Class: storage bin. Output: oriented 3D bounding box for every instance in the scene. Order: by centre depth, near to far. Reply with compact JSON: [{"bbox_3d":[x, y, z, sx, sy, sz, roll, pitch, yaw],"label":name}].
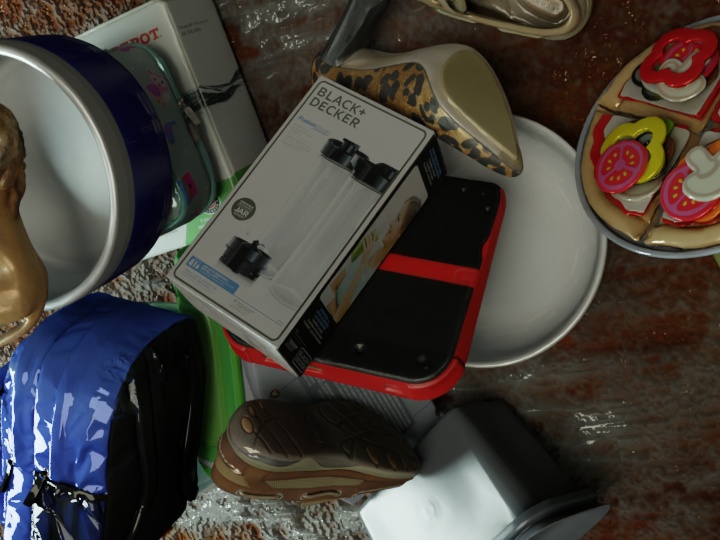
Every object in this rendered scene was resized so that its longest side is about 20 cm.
[{"bbox_3d":[0.101,0.214,0.924,0.200,0.145,0.135,-51,58,29],"label":"storage bin"}]

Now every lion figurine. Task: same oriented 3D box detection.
[{"bbox_3d":[-0.267,-0.023,0.753,0.121,0.073,0.202,-10,117,19],"label":"lion figurine"}]

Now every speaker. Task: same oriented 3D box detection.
[{"bbox_3d":[-0.112,0.078,0.907,0.087,0.088,0.202,4,111,21],"label":"speaker"}]

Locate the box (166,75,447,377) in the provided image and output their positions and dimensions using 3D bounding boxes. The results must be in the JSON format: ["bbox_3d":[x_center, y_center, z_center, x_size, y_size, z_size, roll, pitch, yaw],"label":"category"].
[{"bbox_3d":[-0.038,-0.037,0.790,0.116,0.060,0.201,31,75,26],"label":"box"}]

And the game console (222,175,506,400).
[{"bbox_3d":[0.000,0.000,0.813,0.198,0.031,0.179,10,67,20],"label":"game console"}]

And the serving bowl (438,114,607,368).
[{"bbox_3d":[0.105,-0.023,0.848,0.198,0.066,0.203,-1,86,23],"label":"serving bowl"}]

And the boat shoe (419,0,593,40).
[{"bbox_3d":[0.079,-0.227,0.801,0.198,0.065,0.073,25,116,13],"label":"boat shoe"}]

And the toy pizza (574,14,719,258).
[{"bbox_3d":[0.236,-0.102,0.724,0.199,0.202,0.032,-24,139,28],"label":"toy pizza"}]

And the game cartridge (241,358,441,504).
[{"bbox_3d":[-0.017,0.106,0.897,0.040,0.133,0.201,35,159,51],"label":"game cartridge"}]

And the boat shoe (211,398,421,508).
[{"bbox_3d":[-0.036,0.152,0.848,0.072,0.199,0.076,-53,43,24],"label":"boat shoe"}]

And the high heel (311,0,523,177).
[{"bbox_3d":[0.041,-0.122,0.834,0.201,0.071,0.143,52,143,13],"label":"high heel"}]

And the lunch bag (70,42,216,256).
[{"bbox_3d":[-0.221,-0.094,0.873,0.198,0.077,0.162,-19,99,28],"label":"lunch bag"}]

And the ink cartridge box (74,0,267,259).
[{"bbox_3d":[-0.171,-0.127,0.931,0.145,0.083,0.202,-14,103,27],"label":"ink cartridge box"}]

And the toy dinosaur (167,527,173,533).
[{"bbox_3d":[-0.279,0.222,1.071,0.181,0.199,0.106,39,141,41],"label":"toy dinosaur"}]

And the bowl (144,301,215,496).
[{"bbox_3d":[-0.200,0.111,0.990,0.198,0.105,0.203,-6,109,-19],"label":"bowl"}]

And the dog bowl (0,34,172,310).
[{"bbox_3d":[-0.246,-0.076,0.800,0.198,0.079,0.203,8,110,21],"label":"dog bowl"}]

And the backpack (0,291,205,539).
[{"bbox_3d":[-0.217,0.121,0.827,0.166,0.163,0.202,16,114,8],"label":"backpack"}]

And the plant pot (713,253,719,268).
[{"bbox_3d":[0.347,0.019,0.723,0.200,0.200,0.185,-40,79,29],"label":"plant pot"}]
